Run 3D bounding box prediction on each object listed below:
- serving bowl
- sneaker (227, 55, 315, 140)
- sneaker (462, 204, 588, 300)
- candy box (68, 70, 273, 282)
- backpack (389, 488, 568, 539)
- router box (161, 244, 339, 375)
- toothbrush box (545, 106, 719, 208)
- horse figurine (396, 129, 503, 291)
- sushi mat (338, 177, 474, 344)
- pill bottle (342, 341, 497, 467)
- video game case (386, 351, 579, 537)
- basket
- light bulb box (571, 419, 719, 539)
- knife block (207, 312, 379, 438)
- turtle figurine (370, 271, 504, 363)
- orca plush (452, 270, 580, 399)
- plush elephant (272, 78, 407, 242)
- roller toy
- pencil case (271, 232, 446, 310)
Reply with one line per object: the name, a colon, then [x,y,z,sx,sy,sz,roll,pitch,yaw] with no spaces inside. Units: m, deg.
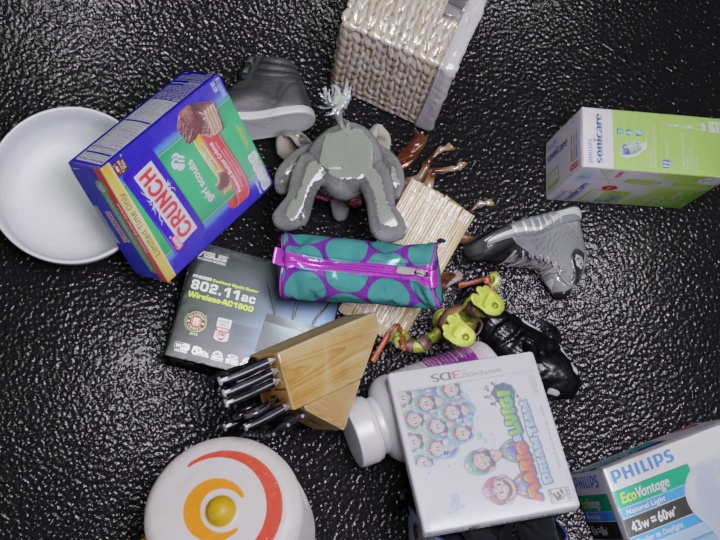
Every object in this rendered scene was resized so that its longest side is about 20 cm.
serving bowl: [-0.358,-0.098,1.453,0.199,0.066,0.201,3,75,-10]
sneaker: [-0.163,-0.224,1.524,0.199,0.071,0.100,-6,63,-5]
sneaker: [0.228,-0.011,1.517,0.199,0.075,0.116,-17,88,-33]
candy box: [-0.222,-0.115,1.406,0.200,0.077,0.169,-45,126,-28]
backpack: [0.152,0.335,1.376,0.199,0.190,0.155,-5,94,-11]
router box: [-0.132,0.063,1.456,0.199,0.062,0.150,14,73,-7]
toothbrush box: [0.363,-0.146,1.553,0.199,0.146,0.086,5,76,-10]
horse figurine: [0.099,-0.082,1.535,0.132,0.050,0.200,-33,93,-3]
sushi mat: [0.059,-0.011,1.503,0.095,0.012,0.200,29,91,0]
pill bottle: [0.079,0.169,1.442,0.199,0.112,0.113,-20,81,-14]
video game case: [0.138,0.197,1.350,0.181,0.024,0.201,-8,59,-9]
basket: [0.070,-0.323,1.521,0.160,0.200,0.199,22,73,2]
light bulb box: [0.398,0.311,1.459,0.198,0.125,0.201,-18,81,-14]
knife block: [-0.084,0.108,1.356,0.175,0.064,0.201,34,65,-31]
turtle figurine: [0.111,0.068,1.435,0.200,0.161,0.065,-31,93,-11]
orca plush: [0.214,0.084,1.508,0.105,0.071,0.200,-30,83,-16]
plush elephant: [-0.027,-0.127,1.485,0.164,0.155,0.201,-1,84,-1]
roller toy: [-0.151,0.290,1.336,0.199,0.140,0.183,6,64,9]
pencil case: [0.000,0.000,1.394,0.199,0.092,0.085,3,82,7]
